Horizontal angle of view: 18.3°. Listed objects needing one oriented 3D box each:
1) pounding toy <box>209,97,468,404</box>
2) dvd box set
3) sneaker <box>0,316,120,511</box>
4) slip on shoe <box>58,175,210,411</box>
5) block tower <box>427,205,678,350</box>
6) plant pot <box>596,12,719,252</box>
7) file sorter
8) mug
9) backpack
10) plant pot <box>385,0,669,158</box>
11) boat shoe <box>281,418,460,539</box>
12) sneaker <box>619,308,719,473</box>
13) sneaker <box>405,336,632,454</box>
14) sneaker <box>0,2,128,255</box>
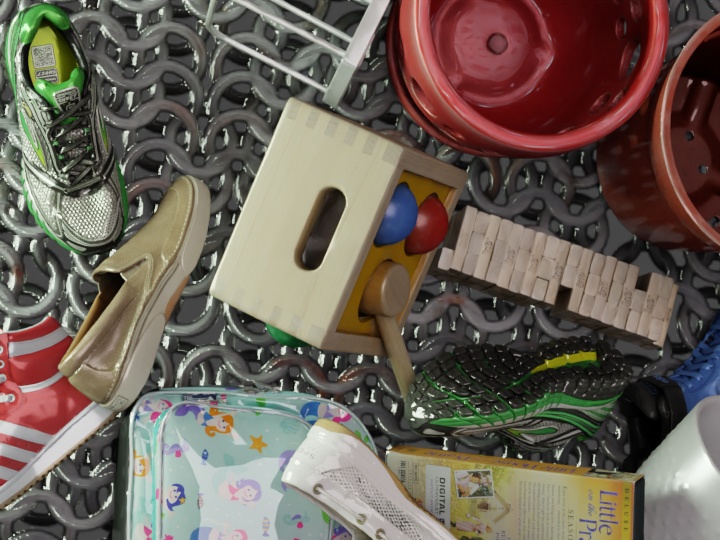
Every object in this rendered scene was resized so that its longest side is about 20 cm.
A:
[{"bbox_3d":[0.000,0.000,1.680,0.141,0.184,0.201,24,94,20],"label":"pounding toy"},{"bbox_3d":[0.112,0.212,1.655,0.198,0.029,0.148,4,101,25],"label":"dvd box set"},{"bbox_3d":[-0.282,0.119,1.678,0.200,0.071,0.113,-40,96,-20],"label":"sneaker"},{"bbox_3d":[-0.171,0.008,1.691,0.060,0.076,0.201,29,65,-19],"label":"slip on shoe"},{"bbox_3d":[0.155,0.005,1.782,0.198,0.054,0.058,17,80,-9],"label":"block tower"},{"bbox_3d":[0.285,-0.096,1.739,0.199,0.195,0.203,1,86,-17],"label":"plant pot"},{"bbox_3d":[-0.021,-0.256,1.736,0.124,0.139,0.201,27,80,-3],"label":"file sorter"},{"bbox_3d":[0.257,0.221,1.669,0.147,0.201,0.176,30,120,-16],"label":"mug"},{"bbox_3d":[-0.081,0.173,1.677,0.198,0.150,0.179,4,83,-15],"label":"backpack"},{"bbox_3d":[0.117,-0.185,1.723,0.199,0.182,0.202,0,90,-12],"label":"plant pot"},{"bbox_3d":[0.020,0.197,1.609,0.200,0.071,0.069,45,72,-11],"label":"boat shoe"},{"bbox_3d":[0.268,0.087,1.781,0.110,0.077,0.202,15,88,-18],"label":"sneaker"},{"bbox_3d":[0.120,0.110,1.715,0.199,0.078,0.086,-2,124,-33],"label":"sneaker"},{"bbox_3d":[-0.230,-0.108,1.706,0.077,0.085,0.202,-18,88,-12],"label":"sneaker"}]
